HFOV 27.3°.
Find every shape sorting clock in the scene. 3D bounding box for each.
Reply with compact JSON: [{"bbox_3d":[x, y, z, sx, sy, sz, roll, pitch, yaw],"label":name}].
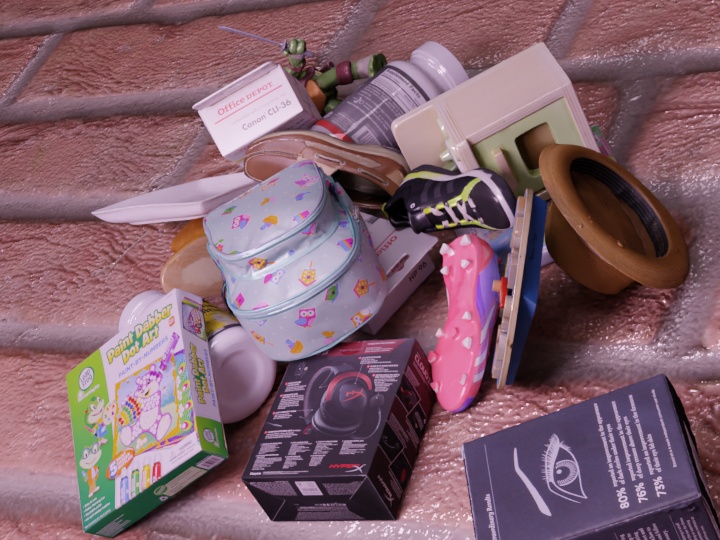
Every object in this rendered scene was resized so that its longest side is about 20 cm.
[{"bbox_3d":[0.150,0.018,1.468,0.039,0.201,0.201,11,45,1],"label":"shape sorting clock"}]

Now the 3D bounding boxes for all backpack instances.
[{"bbox_3d":[-0.069,-0.008,1.569,0.175,0.154,0.200,-28,41,0],"label":"backpack"}]

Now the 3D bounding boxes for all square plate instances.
[{"bbox_3d":[-0.196,-0.090,1.825,0.197,0.029,0.200,-2,14,41],"label":"square plate"}]

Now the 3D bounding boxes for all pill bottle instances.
[{"bbox_3d":[-0.192,0.090,1.679,0.112,0.112,0.200,-44,39,-19],"label":"pill bottle"},{"bbox_3d":[0.040,-0.188,1.845,0.200,0.116,0.116,-41,38,-15],"label":"pill bottle"}]

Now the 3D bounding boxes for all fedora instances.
[{"bbox_3d":[0.245,-0.040,1.524,0.082,0.200,0.201,-51,25,32],"label":"fedora"}]

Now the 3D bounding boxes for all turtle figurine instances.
[{"bbox_3d":[-0.067,-0.225,1.937,0.193,0.200,0.145,-2,73,25],"label":"turtle figurine"}]

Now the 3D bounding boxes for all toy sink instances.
[{"bbox_3d":[0.154,-0.138,1.660,0.199,0.131,0.112,-27,37,4],"label":"toy sink"}]

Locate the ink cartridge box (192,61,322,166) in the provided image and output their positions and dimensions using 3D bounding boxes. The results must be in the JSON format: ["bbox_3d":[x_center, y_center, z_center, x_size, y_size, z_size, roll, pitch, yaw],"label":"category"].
[{"bbox_3d":[-0.121,-0.186,1.805,0.116,0.068,0.200,-30,-7,7],"label":"ink cartridge box"}]

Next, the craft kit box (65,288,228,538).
[{"bbox_3d":[-0.232,0.153,1.581,0.200,0.048,0.198,-37,48,30],"label":"craft kit box"}]

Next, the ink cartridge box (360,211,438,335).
[{"bbox_3d":[0.000,0.000,1.690,0.199,0.068,0.116,19,59,46],"label":"ink cartridge box"}]

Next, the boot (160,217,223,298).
[{"bbox_3d":[-0.188,-0.021,1.749,0.201,0.071,0.144,-31,21,-36],"label":"boot"}]

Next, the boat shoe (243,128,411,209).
[{"bbox_3d":[-0.041,-0.113,1.728,0.199,0.076,0.074,6,42,9],"label":"boat shoe"}]

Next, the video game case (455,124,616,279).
[{"bbox_3d":[0.202,-0.073,1.676,0.199,0.022,0.183,-24,37,8],"label":"video game case"}]

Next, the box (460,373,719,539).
[{"bbox_3d":[0.200,0.202,1.284,0.199,0.105,0.148,-20,38,14],"label":"box"}]

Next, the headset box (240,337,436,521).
[{"bbox_3d":[-0.014,0.154,1.512,0.148,0.075,0.201,-6,43,28],"label":"headset box"}]

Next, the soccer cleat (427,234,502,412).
[{"bbox_3d":[0.118,0.057,1.547,0.067,0.076,0.201,-22,53,40],"label":"soccer cleat"}]

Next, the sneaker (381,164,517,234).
[{"bbox_3d":[0.095,-0.062,1.601,0.083,0.072,0.200,-42,24,-21],"label":"sneaker"}]
